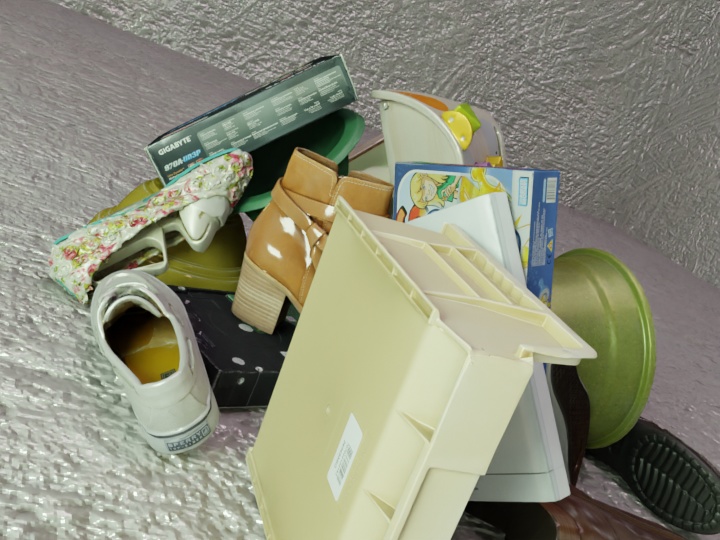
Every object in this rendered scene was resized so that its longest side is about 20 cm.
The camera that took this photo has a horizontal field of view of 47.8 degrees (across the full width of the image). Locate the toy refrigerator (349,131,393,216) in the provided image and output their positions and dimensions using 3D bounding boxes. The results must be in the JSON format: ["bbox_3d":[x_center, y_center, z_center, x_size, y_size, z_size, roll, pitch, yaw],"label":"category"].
[{"bbox_3d":[0.047,-0.113,0.903,0.199,0.071,0.076,-33,61,-33],"label":"toy refrigerator"}]

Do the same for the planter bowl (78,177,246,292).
[{"bbox_3d":[-0.179,-0.038,0.820,0.198,0.084,0.201,23,16,-7],"label":"planter bowl"}]

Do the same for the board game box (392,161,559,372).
[{"bbox_3d":[0.079,0.023,0.611,0.034,0.204,0.134,-6,11,-41],"label":"board game box"}]

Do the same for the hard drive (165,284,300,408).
[{"bbox_3d":[-0.082,0.066,0.708,0.198,0.038,0.139,7,23,-47],"label":"hard drive"}]

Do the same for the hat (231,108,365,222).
[{"bbox_3d":[-0.040,-0.036,0.818,0.164,0.177,0.201,-10,34,32],"label":"hat"}]

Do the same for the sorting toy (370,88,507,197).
[{"bbox_3d":[0.110,-0.098,0.851,0.105,0.203,0.179,-4,11,33],"label":"sorting toy"}]

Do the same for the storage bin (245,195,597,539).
[{"bbox_3d":[0.019,0.088,0.475,0.092,0.203,0.199,14,18,-24],"label":"storage bin"}]

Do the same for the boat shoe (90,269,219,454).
[{"bbox_3d":[-0.156,0.041,0.578,0.070,0.071,0.200,-22,37,-13],"label":"boat shoe"}]

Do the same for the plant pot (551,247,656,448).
[{"bbox_3d":[0.150,0.074,0.794,0.181,0.203,0.200,3,23,-26],"label":"plant pot"}]

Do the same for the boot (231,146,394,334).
[{"bbox_3d":[0.000,0.000,0.685,0.197,0.157,0.074,22,14,-7],"label":"boot"}]

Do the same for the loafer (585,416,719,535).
[{"bbox_3d":[0.294,0.183,0.819,0.071,0.074,0.200,8,22,-40],"label":"loafer"}]

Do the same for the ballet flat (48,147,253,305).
[{"bbox_3d":[-0.169,-0.032,0.700,0.064,0.198,0.076,54,-12,21],"label":"ballet flat"}]

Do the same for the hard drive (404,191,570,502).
[{"bbox_3d":[0.070,0.060,0.579,0.026,0.203,0.131,-7,-6,-41],"label":"hard drive"}]

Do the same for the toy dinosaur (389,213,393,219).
[{"bbox_3d":[-0.040,-0.003,0.860,0.198,0.102,0.058,-3,32,40],"label":"toy dinosaur"}]

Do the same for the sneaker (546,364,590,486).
[{"bbox_3d":[0.146,0.116,0.698,0.084,0.202,0.073,6,47,31],"label":"sneaker"}]

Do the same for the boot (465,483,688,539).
[{"bbox_3d":[0.178,0.194,0.646,0.198,0.065,0.187,21,14,-25],"label":"boot"}]

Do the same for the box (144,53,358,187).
[{"bbox_3d":[-0.108,-0.149,0.801,0.047,0.198,0.159,64,-2,-16],"label":"box"}]
